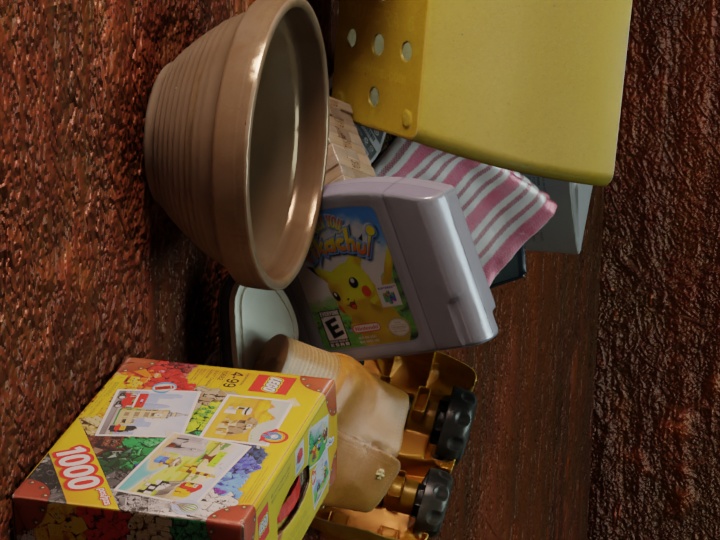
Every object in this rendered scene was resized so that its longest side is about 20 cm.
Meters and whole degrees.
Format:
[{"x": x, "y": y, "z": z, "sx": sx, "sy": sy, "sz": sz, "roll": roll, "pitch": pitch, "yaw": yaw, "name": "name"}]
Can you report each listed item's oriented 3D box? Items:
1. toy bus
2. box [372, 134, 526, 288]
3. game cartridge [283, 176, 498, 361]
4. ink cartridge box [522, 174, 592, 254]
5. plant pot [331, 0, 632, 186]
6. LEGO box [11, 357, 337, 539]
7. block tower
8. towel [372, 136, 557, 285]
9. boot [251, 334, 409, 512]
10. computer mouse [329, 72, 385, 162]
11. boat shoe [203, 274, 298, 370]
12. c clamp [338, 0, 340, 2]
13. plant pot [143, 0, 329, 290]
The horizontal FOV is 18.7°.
[{"x": 0.016, "y": 0.192, "z": 1.997, "sx": 0.192, "sy": 0.135, "sz": 0.201, "roll": 103, "pitch": 4, "yaw": -54, "name": "toy bus"}, {"x": 0.069, "y": -0.056, "z": 2.023, "sx": 0.046, "sy": 0.158, "sz": 0.201, "roll": -117, "pitch": -166, "yaw": -46, "name": "box"}, {"x": 0.000, "y": 0.000, "z": 1.613, "sx": 0.040, "sy": 0.199, "sz": 0.134, "roll": -29, "pitch": 104, "yaw": -48, "name": "game cartridge"}, {"x": 0.127, "y": -0.118, "z": 2.145, "sx": 0.145, "sy": 0.199, "sz": 0.146, "roll": 76, "pitch": 24, "yaw": -52, "name": "ink cartridge box"}, {"x": 0.087, "y": -0.182, "z": 1.783, "sx": 0.176, "sy": 0.200, "sz": 0.201, "roll": -3, "pitch": 104, "yaw": -31, "name": "plant pot"}, {"x": -0.111, "y": 0.136, "z": 1.375, "sx": 0.200, "sy": 0.148, "sz": 0.078, "roll": -57, "pitch": 149, "yaw": -63, "name": "LEGO box"}, {"x": -0.012, "y": -0.040, "z": 1.725, "sx": 0.054, "sy": 0.058, "sz": 0.201, "roll": 17, "pitch": 48, "yaw": -54, "name": "block tower"}, {"x": 0.073, "y": -0.046, "z": 1.968, "sx": 0.200, "sy": 0.030, "sz": 0.147, "roll": 30, "pitch": 103, "yaw": -41, "name": "towel"}, {"x": -0.046, "y": 0.157, "z": 1.607, "sx": 0.144, "sy": 0.071, "sz": 0.202, "roll": 32, "pitch": 82, "yaw": -36, "name": "boot"}, {"x": -0.002, "y": -0.153, "z": 1.916, "sx": 0.110, "sy": 0.044, "sz": 0.200, "roll": 59, "pitch": 34, "yaw": -21, "name": "computer mouse"}, {"x": -0.079, "y": 0.078, "z": 1.646, "sx": 0.075, "sy": 0.062, "sz": 0.201, "roll": -46, "pitch": 137, "yaw": -29, "name": "boat shoe"}, {"x": -0.017, "y": -0.320, "z": 1.797, "sx": 0.171, "sy": 0.027, "sz": 0.201, "roll": 31, "pitch": 67, "yaw": -54, "name": "c clamp"}, {"x": -0.090, "y": -0.090, "z": 1.503, "sx": 0.201, "sy": 0.092, "sz": 0.202, "roll": 5, "pitch": 90, "yaw": -75, "name": "plant pot"}]
